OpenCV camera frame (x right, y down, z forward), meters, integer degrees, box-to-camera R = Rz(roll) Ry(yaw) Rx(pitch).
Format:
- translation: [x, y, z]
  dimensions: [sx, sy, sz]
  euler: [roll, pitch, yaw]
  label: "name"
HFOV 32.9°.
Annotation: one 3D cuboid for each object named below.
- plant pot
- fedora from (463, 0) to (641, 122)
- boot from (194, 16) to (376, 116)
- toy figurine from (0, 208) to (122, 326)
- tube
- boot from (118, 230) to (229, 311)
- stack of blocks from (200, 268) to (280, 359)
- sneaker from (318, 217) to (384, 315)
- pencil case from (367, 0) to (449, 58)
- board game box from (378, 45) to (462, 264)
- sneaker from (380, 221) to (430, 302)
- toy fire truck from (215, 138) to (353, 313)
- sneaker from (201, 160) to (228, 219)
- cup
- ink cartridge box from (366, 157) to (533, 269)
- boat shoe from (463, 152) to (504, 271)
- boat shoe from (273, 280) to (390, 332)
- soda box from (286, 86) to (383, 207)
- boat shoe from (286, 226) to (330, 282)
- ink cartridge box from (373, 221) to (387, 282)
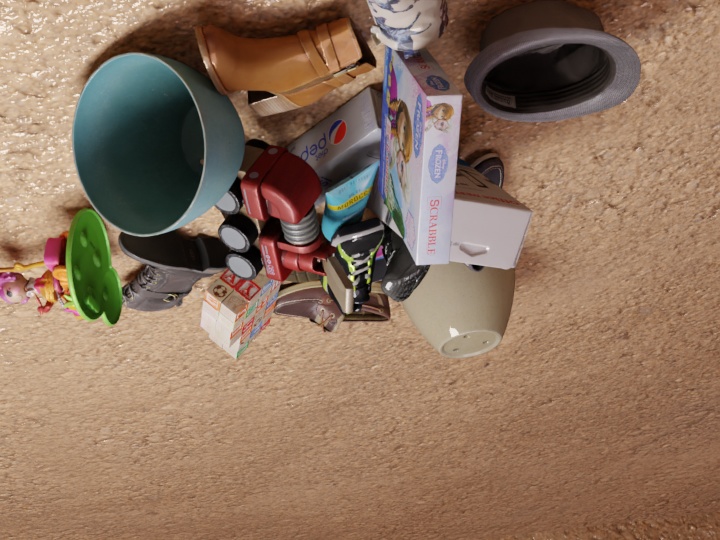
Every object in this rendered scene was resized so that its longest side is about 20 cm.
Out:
- translation: [-0.209, -0.145, 1.389]
  dimensions: [0.200, 0.200, 0.135]
  euler: [-30, 170, 33]
  label: "plant pot"
- translation: [0.218, -0.252, 1.418]
  dimensions: [0.200, 0.090, 0.177]
  euler: [-9, 152, 12]
  label: "fedora"
- translation: [-0.080, -0.238, 1.348]
  dimensions: [0.155, 0.077, 0.200]
  euler: [-19, 154, 18]
  label: "boot"
- translation: [-0.440, 0.009, 1.652]
  dimensions: [0.184, 0.150, 0.200]
  euler: [-2, 150, 9]
  label: "toy figurine"
- translation: [-0.018, -0.087, 1.562]
  dimensions: [0.077, 0.050, 0.200]
  euler: [-38, 170, -14]
  label: "tube"
- translation: [-0.300, 0.009, 1.759]
  dimensions: [0.200, 0.069, 0.174]
  euler: [14, 144, -43]
  label: "boot"
- translation: [-0.182, 0.057, 1.838]
  dimensions: [0.115, 0.059, 0.200]
  euler: [-47, 169, -28]
  label: "stack of blocks"
- translation: [0.000, 0.000, 1.630]
  dimensions: [0.072, 0.083, 0.200]
  euler: [-18, 160, -18]
  label: "sneaker"
- translation: [0.031, -0.304, 1.262]
  dimensions: [0.089, 0.078, 0.200]
  euler: [-34, 151, 1]
  label: "pencil case"
- translation: [0.063, -0.140, 1.377]
  dimensions: [0.041, 0.200, 0.200]
  euler: [-4, 118, -11]
  label: "board game box"
- translation: [0.058, -0.028, 1.644]
  dimensions: [0.091, 0.200, 0.076]
  euler: [34, 123, 3]
  label: "sneaker"
- translation: [-0.076, -0.045, 1.486]
  dimensions: [0.200, 0.129, 0.176]
  euler: [15, 139, 23]
  label: "toy fire truck"
- translation: [-0.151, -0.109, 1.611]
  dimensions: [0.085, 0.073, 0.200]
  euler: [-41, 148, -14]
  label: "sneaker"
- translation: [0.160, 0.054, 1.935]
  dimensions: [0.200, 0.143, 0.200]
  euler: [-9, 154, -4]
  label: "cup"
- translation: [0.106, -0.085, 1.573]
  dimensions: [0.146, 0.200, 0.084]
  euler: [6, 111, -30]
  label: "ink cartridge box"
- translation: [0.174, -0.079, 1.729]
  dimensions: [0.073, 0.063, 0.200]
  euler: [-15, 142, -23]
  label: "boat shoe"
- translation: [-0.046, 0.062, 1.951]
  dimensions: [0.200, 0.072, 0.072]
  euler: [0, 151, -20]
  label: "boat shoe"
- translation: [-0.030, -0.150, 1.556]
  dimensions: [0.200, 0.064, 0.068]
  euler: [-31, 147, 35]
  label: "soda box"
- translation: [-0.073, -0.029, 1.762]
  dimensions: [0.200, 0.068, 0.072]
  euler: [4, 126, -34]
  label: "boat shoe"
- translation: [0.060, -0.040, 1.759]
  dimensions: [0.200, 0.037, 0.095]
  euler: [-19, 137, -19]
  label: "ink cartridge box"
